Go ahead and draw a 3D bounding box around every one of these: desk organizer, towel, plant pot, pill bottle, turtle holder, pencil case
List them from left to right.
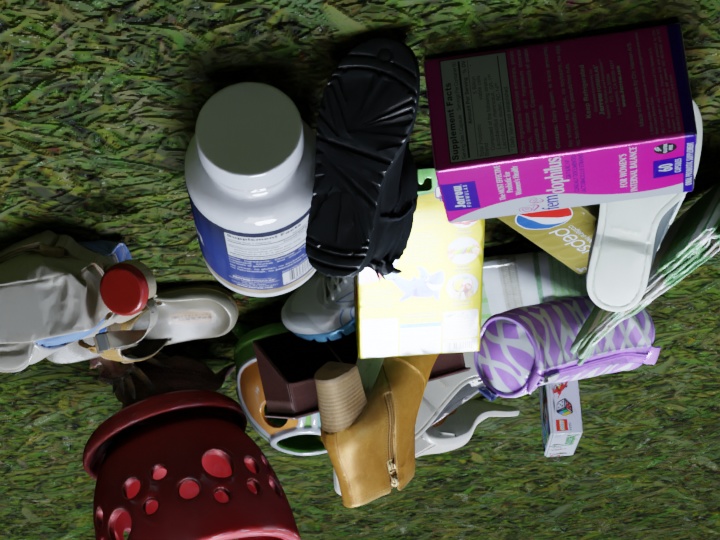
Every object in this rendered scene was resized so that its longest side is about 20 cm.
[{"bbox_3d":[-0.178,0.231,1.715,0.199,0.183,0.201,-15,154,-8],"label":"plant pot"},{"bbox_3d":[-0.083,-0.066,1.351,0.110,0.112,0.200,-4,156,-2],"label":"pill bottle"},{"bbox_3d":[-0.055,0.125,1.757,0.140,0.132,0.186,-9,155,7],"label":"turtle holder"},{"bbox_3d":[0.000,0.084,1.656,0.199,0.077,0.072,-14,-177,-26],"label":"desk organizer"},{"bbox_3d":[0.184,0.009,1.684,0.199,0.031,0.149,-6,154,6],"label":"towel"},{"bbox_3d":[0.196,0.070,1.596,0.199,0.085,0.084,-11,124,-44],"label":"pencil case"},{"bbox_3d":[0.274,-0.008,1.514,0.023,0.153,0.200,42,128,-2],"label":"towel"}]

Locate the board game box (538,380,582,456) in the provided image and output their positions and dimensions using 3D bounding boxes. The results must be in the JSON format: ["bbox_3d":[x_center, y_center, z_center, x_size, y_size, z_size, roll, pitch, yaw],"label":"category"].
[{"bbox_3d":[0.207,0.122,1.764,0.034,0.127,0.200,-4,168,3],"label":"board game box"}]

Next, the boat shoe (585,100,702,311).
[{"bbox_3d":[0.237,-0.064,1.421,0.072,0.062,0.201,16,115,5],"label":"boat shoe"}]

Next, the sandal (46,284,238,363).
[{"bbox_3d":[-0.218,0.060,1.647,0.199,0.054,0.081,-7,133,0],"label":"sandal"}]

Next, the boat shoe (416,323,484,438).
[{"bbox_3d":[0.101,0.107,1.785,0.200,0.067,0.057,-40,179,3],"label":"boat shoe"}]

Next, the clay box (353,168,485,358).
[{"bbox_3d":[0.051,-0.015,1.496,0.114,0.048,0.201,-3,125,-4],"label":"clay box"}]

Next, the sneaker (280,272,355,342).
[{"bbox_3d":[0.000,0.000,1.581,0.199,0.075,0.087,-25,143,22],"label":"sneaker"}]

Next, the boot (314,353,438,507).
[{"bbox_3d":[0.036,0.126,1.604,0.071,0.145,0.201,9,-149,44],"label":"boot"}]

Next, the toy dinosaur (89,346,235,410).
[{"bbox_3d":[-0.207,0.113,1.766,0.199,0.086,0.136,0,149,-25],"label":"toy dinosaur"}]

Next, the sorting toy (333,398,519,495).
[{"bbox_3d":[0.085,0.183,1.967,0.179,0.107,0.200,2,155,-34],"label":"sorting toy"}]

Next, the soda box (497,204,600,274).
[{"bbox_3d":[0.173,-0.064,1.466,0.068,0.064,0.200,-19,153,28],"label":"soda box"}]

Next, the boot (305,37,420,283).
[{"bbox_3d":[0.014,-0.085,1.336,0.073,0.199,0.162,14,-171,12],"label":"boot"}]

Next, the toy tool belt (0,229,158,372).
[{"bbox_3d":[-0.254,0.019,1.533,0.199,0.125,0.123,-13,-174,23],"label":"toy tool belt"}]

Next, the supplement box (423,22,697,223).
[{"bbox_3d":[0.155,-0.113,1.309,0.199,0.104,0.101,-7,157,8],"label":"supplement box"}]
